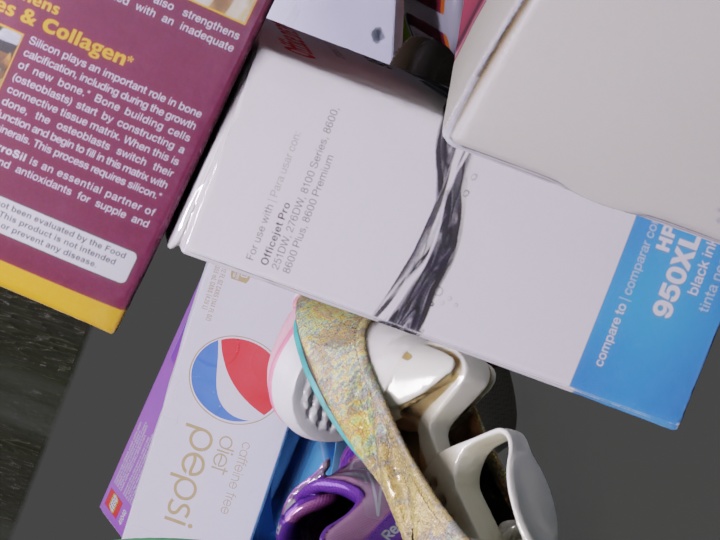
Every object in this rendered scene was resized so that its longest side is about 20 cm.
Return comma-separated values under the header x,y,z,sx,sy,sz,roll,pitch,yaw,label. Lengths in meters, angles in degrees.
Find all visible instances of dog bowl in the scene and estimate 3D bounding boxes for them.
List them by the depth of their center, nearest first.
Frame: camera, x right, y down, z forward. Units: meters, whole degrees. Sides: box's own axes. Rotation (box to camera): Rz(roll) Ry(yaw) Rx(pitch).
x,y,z,sx,sy,sz,roll,pitch,yaw,label
-0.015,0.119,1.394,0.200,0.049,0.112,-104,35,-72,dog bowl

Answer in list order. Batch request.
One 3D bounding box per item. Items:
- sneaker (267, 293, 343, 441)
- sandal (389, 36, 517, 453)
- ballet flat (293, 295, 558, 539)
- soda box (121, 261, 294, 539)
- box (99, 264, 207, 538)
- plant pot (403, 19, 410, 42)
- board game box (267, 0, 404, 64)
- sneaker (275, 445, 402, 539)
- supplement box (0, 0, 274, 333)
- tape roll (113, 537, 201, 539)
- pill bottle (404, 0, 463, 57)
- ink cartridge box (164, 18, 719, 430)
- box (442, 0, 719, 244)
x,y,z,sx,sy,sz,roll,pitch,yaw,label
0.000,0.000,1.207,0.200,0.104,0.075,-46,-46,-34,sneaker
0.051,-0.007,1.123,0.082,0.054,0.201,-58,-36,-59,sandal
0.035,0.071,1.044,0.071,0.071,0.200,-61,41,41,ballet flat
-0.070,0.073,1.381,0.064,0.068,0.200,-75,3,-66,soda box
-0.056,0.066,1.496,0.039,0.137,0.200,49,130,30,box
-0.052,-0.131,1.382,0.199,0.200,0.182,-33,57,49,plant pot
-0.043,-0.120,1.203,0.200,0.026,0.201,0,86,47,board game box
0.004,0.110,1.162,0.200,0.088,0.081,-125,40,-75,sneaker
-0.096,-0.095,0.936,0.086,0.110,0.200,-94,29,-67,supplement box
-0.055,0.180,1.074,0.201,0.200,0.048,124,162,-54,tape roll
0.077,-0.127,1.197,0.200,0.109,0.110,-125,55,-77,pill bottle
0.031,-0.024,1.001,0.145,0.200,0.084,-123,53,-77,ink cartridge box
0.115,-0.126,0.951,0.109,0.128,0.200,120,165,-45,box
